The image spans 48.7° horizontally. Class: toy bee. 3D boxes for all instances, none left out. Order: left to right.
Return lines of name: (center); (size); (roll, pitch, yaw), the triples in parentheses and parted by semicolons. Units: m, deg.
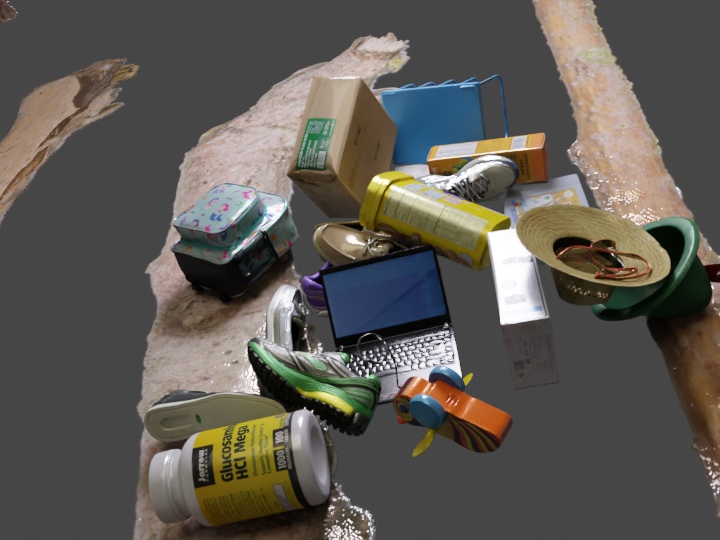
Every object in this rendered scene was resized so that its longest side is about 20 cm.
toy bee: (0.089, 0.163, 0.986); (0.130, 0.109, 0.200); (-26, 60, -26)

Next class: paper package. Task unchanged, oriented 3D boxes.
paper package: (-0.027, -0.214, 1.408); (0.103, 0.191, 0.201); (4, 70, 27)

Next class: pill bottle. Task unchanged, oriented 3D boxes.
pill bottle: (-0.144, 0.241, 0.954); (0.199, 0.113, 0.113); (-14, 35, 6)

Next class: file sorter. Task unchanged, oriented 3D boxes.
file sorter: (0.162, -0.285, 1.495); (0.199, 0.140, 0.123); (3, 23, 34)

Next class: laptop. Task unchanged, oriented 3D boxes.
laptop: (0.037, 0.078, 1.104); (0.176, 0.104, 0.200); (-13, 35, 8)

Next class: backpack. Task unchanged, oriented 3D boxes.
backpack: (-0.215, -0.065, 1.385); (0.177, 0.151, 0.200); (14, 41, 39)

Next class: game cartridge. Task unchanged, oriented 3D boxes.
game cartridge: (0.298, -0.084, 1.268); (0.132, 0.042, 0.200); (-8, 36, 7)

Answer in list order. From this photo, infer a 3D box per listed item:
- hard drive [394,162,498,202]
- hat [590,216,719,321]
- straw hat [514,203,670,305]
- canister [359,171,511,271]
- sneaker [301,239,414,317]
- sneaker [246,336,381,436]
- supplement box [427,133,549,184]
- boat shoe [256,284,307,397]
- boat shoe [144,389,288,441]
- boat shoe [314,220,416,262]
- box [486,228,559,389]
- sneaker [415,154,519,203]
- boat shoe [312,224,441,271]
hard drive: (0.152, -0.159, 1.444); (0.199, 0.026, 0.132); (-5, 37, 18)
hat: (0.435, 0.041, 1.051); (0.200, 0.176, 0.166); (-25, 33, 58)
straw hat: (0.287, -0.001, 1.024); (0.200, 0.085, 0.201); (4, 33, -2)
canister: (0.117, -0.076, 1.217); (0.199, 0.087, 0.148); (24, 18, 18)
sneaker: (0.000, 0.000, 1.245); (0.199, 0.084, 0.081); (-29, 36, -16)
sneaker: (-0.064, 0.140, 1.056); (0.199, 0.078, 0.085); (26, 58, 15)
supplement box: (0.218, -0.183, 1.360); (0.199, 0.067, 0.069); (-3, 31, 22)
boat shoe: (-0.105, 0.102, 1.166); (0.064, 0.075, 0.203); (-4, 41, 10)
boat shoe: (-0.191, 0.190, 1.086); (0.199, 0.072, 0.068); (-4, 16, 12)
boat shoe: (0.019, -0.065, 1.328); (0.199, 0.076, 0.072); (-10, 32, 7)
box: (0.214, 0.044, 1.059); (0.060, 0.117, 0.200); (-11, 35, 10)
sneaker: (0.167, -0.127, 1.318); (0.199, 0.077, 0.085); (-17, 24, 23)
boat shoe: (0.026, -0.025, 1.195); (0.199, 0.065, 0.072); (25, 58, -4)
